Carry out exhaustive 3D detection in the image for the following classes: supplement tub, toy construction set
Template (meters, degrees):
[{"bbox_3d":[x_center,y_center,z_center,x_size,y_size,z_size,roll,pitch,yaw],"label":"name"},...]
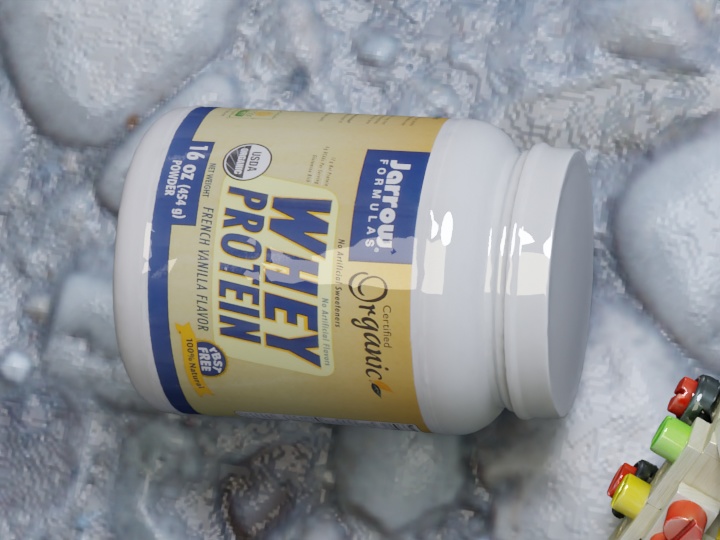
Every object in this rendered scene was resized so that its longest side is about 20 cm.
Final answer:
[{"bbox_3d":[0.000,0.000,1.159,0.199,0.144,0.145,3,84,14],"label":"supplement tub"},{"bbox_3d":[0.140,0.125,1.105,0.092,0.131,0.200,40,130,-10],"label":"toy construction set"}]
